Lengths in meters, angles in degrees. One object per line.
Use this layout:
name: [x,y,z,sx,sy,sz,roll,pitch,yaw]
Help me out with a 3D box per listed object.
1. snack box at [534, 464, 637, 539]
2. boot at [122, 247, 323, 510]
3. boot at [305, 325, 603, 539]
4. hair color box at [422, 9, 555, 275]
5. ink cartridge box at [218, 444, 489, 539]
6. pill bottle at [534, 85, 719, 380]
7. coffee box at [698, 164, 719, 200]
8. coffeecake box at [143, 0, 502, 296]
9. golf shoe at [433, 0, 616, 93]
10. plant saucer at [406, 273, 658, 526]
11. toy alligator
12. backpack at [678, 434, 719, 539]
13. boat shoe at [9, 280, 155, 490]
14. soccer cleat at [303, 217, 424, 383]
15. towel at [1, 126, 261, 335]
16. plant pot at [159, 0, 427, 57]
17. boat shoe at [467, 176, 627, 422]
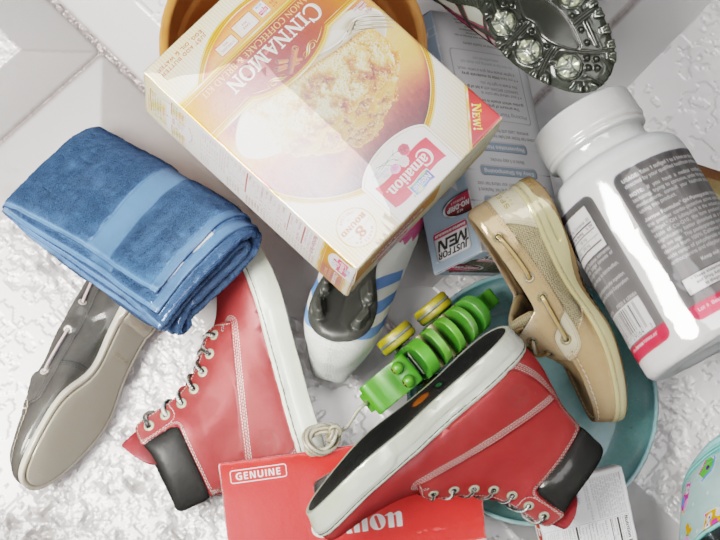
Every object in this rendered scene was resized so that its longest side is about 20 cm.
snack box: [0.181,0.251,1.074,0.071,0.024,0.201,-12,89,-9]
boot: [-0.120,0.072,1.087,0.143,0.072,0.201,-15,80,-8]
boot: [0.072,0.157,1.021,0.200,0.072,0.145,-38,99,-3]
hair color box: [0.093,-0.099,1.144,0.099,0.061,0.201,2,71,-39]
ink cartridge box: [0.003,0.218,1.047,0.199,0.045,0.177,-7,98,-8]
pill bottle: [0.210,-0.031,1.051,0.110,0.111,0.201,-25,75,-12]
coffee box: [0.302,-0.006,1.149,0.199,0.080,0.115,19,75,1]
coffeecake box: [-0.028,-0.110,1.005,0.200,0.073,0.154,42,74,6]
golf shoe: [0.117,-0.201,1.087,0.200,0.088,0.077,42,95,20]
plant saucer: [0.133,0.101,1.127,0.199,0.036,0.201,1,74,-5]
toy alligator: [0.039,0.070,1.063,0.200,0.054,0.059,-38,86,-25]
backpack: [0.334,0.183,1.055,0.199,0.176,0.154,8,57,-4]
boat shoe: [-0.213,0.072,1.093,0.057,0.067,0.201,18,68,30]
soccer cleat: [0.000,0.000,1.131,0.069,0.087,0.201,19,50,8]
towel: [-0.174,-0.036,1.082,0.200,0.049,0.112,30,70,35]
plant pot: [-0.054,-0.150,1.124,0.199,0.140,0.201,1,75,-4]
boat shoe: [0.139,0.032,1.072,0.064,0.071,0.201,-27,102,-8]
